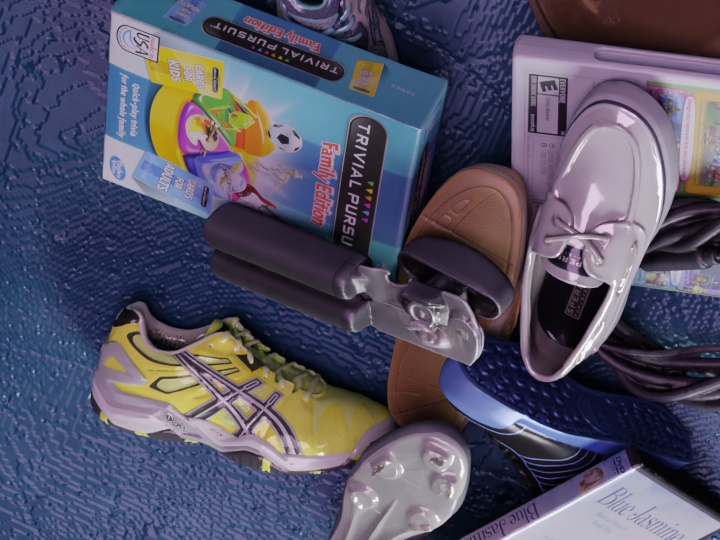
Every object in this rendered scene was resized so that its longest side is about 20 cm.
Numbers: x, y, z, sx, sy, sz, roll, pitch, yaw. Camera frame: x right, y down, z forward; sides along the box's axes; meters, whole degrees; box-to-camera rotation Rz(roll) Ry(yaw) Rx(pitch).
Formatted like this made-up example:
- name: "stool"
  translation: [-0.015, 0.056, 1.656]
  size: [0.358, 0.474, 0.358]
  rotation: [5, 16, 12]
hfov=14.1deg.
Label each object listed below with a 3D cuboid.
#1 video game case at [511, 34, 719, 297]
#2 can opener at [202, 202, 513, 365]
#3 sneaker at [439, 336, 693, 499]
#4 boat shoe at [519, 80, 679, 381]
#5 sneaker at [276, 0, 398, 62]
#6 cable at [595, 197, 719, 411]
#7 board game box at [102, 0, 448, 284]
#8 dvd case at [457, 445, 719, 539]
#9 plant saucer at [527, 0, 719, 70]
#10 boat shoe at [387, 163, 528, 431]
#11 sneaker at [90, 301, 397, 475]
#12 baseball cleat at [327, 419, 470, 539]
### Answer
- name: "video game case"
  translation: [0.179, -0.057, 1.722]
  size: [0.181, 0.022, 0.200]
  rotation: [8, 142, 9]
- name: "can opener"
  translation: [0.000, 0.000, 1.739]
  size: [0.199, 0.067, 0.054]
  rotation: [22, 142, 32]
- name: "sneaker"
  translation: [0.113, 0.104, 1.780]
  size: [0.199, 0.070, 0.078]
  rotation: [23, 125, -35]
- name: "boat shoe"
  translation: [0.130, -0.018, 1.689]
  size: [0.072, 0.066, 0.201]
  rotation: [27, 134, 10]
- name: "sneaker"
  translation: [-0.026, -0.154, 1.745]
  size: [0.077, 0.086, 0.201]
  rotation: [-4, 112, 12]
- name: "cable"
  translation: [0.219, 0.021, 1.747]
  size: [0.199, 0.051, 0.164]
  rotation: [5, 141, 14]
- name: "board game box"
  translation: [-0.055, -0.084, 1.752]
  size: [0.199, 0.047, 0.151]
  rotation: [21, 142, 10]
- name: "dvd case"
  translation: [0.120, 0.179, 1.821]
  size: [0.200, 0.143, 0.018]
  rotation: [-31, 57, 19]
- name: "plant saucer"
  translation: [0.176, -0.193, 1.684]
  size: [0.199, 0.029, 0.201]
  rotation: [2, 94, 30]
- name: "boat shoe"
  translation: [0.064, 0.010, 1.783]
  size: [0.073, 0.069, 0.201]
  rotation: [25, 127, 12]
- name: "sneaker"
  translation: [-0.074, 0.075, 1.844]
  size: [0.199, 0.075, 0.077]
  rotation: [11, 111, 6]
- name: "baseball cleat"
  translation: [0.023, 0.136, 1.819]
  size: [0.070, 0.107, 0.200]
  rotation: [30, 136, -3]
